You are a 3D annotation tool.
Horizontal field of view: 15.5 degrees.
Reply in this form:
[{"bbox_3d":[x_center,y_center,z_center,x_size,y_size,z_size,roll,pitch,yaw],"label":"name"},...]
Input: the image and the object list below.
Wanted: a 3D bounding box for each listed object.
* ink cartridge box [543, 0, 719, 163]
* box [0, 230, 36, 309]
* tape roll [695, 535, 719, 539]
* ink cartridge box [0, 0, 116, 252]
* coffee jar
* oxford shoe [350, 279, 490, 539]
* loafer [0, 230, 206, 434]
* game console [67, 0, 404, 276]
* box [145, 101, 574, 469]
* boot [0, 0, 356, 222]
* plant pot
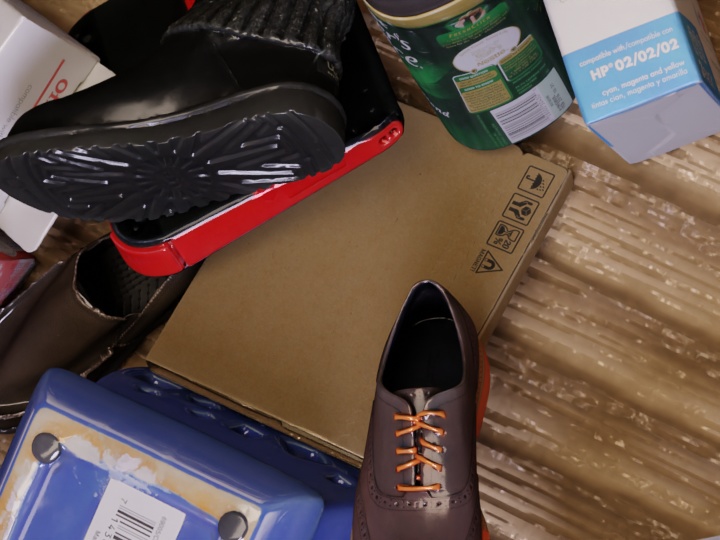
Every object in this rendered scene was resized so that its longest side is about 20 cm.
[{"bbox_3d":[0.131,-0.168,1.410,0.068,0.115,0.201,-21,76,14],"label":"ink cartridge box"},{"bbox_3d":[-0.263,0.004,1.466,0.102,0.200,0.095,36,95,3],"label":"box"},{"bbox_3d":[0.161,0.175,1.303,0.199,0.200,0.066,-15,78,16],"label":"tape roll"},{"bbox_3d":[-0.229,-0.107,1.513,0.200,0.068,0.116,36,95,42],"label":"ink cartridge box"},{"bbox_3d":[0.046,-0.149,1.384,0.085,0.200,0.105,-27,61,6],"label":"coffee jar"},{"bbox_3d":[0.026,0.098,1.323,0.071,0.073,0.201,-4,54,9],"label":"oxford shoe"},{"bbox_3d":[-0.155,0.017,1.503,0.200,0.071,0.073,-39,71,9],"label":"loafer"},{"bbox_3d":[-0.076,-0.103,1.481,0.176,0.031,0.200,-27,51,8],"label":"game console"},{"bbox_3d":[0.000,0.000,1.445,0.163,0.021,0.200,23,70,20],"label":"box"},{"bbox_3d":[-0.095,-0.116,1.428,0.210,0.079,0.158,-9,57,16],"label":"boot"},{"bbox_3d":[-0.102,0.166,1.406,0.199,0.180,0.201,24,90,21],"label":"plant pot"}]
